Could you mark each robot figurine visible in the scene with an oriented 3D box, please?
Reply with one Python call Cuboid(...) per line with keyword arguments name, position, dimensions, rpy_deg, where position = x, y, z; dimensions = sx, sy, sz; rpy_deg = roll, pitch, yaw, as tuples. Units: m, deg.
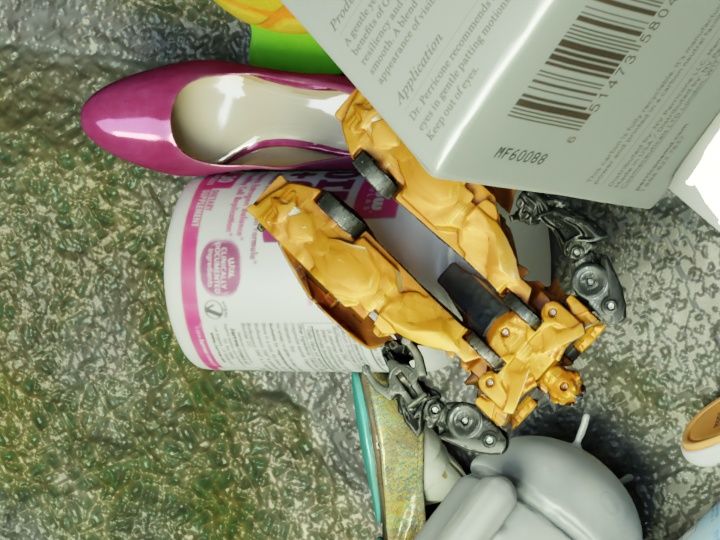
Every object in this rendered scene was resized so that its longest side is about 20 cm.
Cuboid(name="robot figurine", position=(0.045, 0.000, 1.485), dimensions=(0.200, 0.058, 0.145), rpy_deg=(44, 95, 11))
Cuboid(name="robot figurine", position=(0.081, 0.175, 1.572), dimensions=(0.113, 0.170, 0.200), rpy_deg=(32, 75, 29))

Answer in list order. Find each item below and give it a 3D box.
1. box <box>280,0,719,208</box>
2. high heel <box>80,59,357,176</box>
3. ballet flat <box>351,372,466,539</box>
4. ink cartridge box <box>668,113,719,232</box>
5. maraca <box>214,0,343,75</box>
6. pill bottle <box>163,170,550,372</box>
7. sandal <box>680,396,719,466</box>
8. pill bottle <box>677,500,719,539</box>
Cuboid(name="box", position=(0.102, -0.164, 1.439), dimensions=(0.171, 0.199, 0.199), rpy_deg=(50, 116, 31))
Cuboid(name="high heel", position=(-0.054, -0.081, 1.556), dimensions=(0.199, 0.096, 0.068), rpy_deg=(8, 90, -7))
Cuboid(name="ballet flat", position=(0.034, 0.147, 1.641), dimensions=(0.070, 0.071, 0.201), rpy_deg=(-1, 102, 20))
Cuboid(name="ink cartridge box", position=(0.247, -0.073, 1.517), dimensions=(0.200, 0.048, 0.146), rpy_deg=(41, 112, 9))
Cuboid(name="maraca", position=(-0.037, -0.180, 1.565), dimensions=(0.136, 0.107, 0.201), rpy_deg=(-4, 127, 31))
Cuboid(name="pill bottle", position=(0.000, 0.000, 1.586), dimensions=(0.199, 0.113, 0.114), rpy_deg=(0, 103, 19))
Cuboid(name="sandal", position=(0.244, 0.041, 1.507), dimensions=(0.206, 0.079, 0.059), rpy_deg=(-31, 109, 28))
Cuboid(name="pill bottle", position=(0.248, 0.151, 1.535), dimensions=(0.109, 0.109, 0.200), rpy_deg=(45, 113, 5))
